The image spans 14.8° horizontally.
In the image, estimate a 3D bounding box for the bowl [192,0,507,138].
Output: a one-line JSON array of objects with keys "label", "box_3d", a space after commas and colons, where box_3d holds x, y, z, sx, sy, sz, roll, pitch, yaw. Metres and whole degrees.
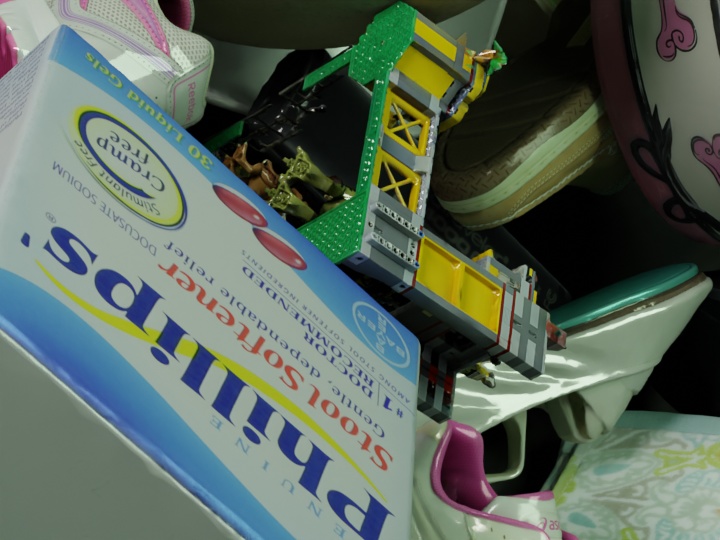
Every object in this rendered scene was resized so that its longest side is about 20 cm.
[{"label": "bowl", "box_3d": [-0.023, -0.166, 1.216, 0.199, 0.075, 0.201, 11, 96, -37]}]

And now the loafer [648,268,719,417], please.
[{"label": "loafer", "box_3d": [0.190, 0.029, 1.258, 0.072, 0.200, 0.073, -20, 99, -22]}]

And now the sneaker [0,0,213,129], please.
[{"label": "sneaker", "box_3d": [-0.114, -0.102, 1.071, 0.088, 0.082, 0.200, -8, 43, -20]}]

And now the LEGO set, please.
[{"label": "LEGO set", "box_3d": [0.000, 0.000, 1.100, 0.116, 0.200, 0.154, 34, 39, -30]}]

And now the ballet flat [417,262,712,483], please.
[{"label": "ballet flat", "box_3d": [0.070, 0.054, 1.203, 0.200, 0.069, 0.070, -18, 79, -23]}]

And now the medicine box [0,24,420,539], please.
[{"label": "medicine box", "box_3d": [-0.078, 0.046, 0.912, 0.182, 0.103, 0.200, 42, 22, -19]}]

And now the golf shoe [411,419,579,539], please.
[{"label": "golf shoe", "box_3d": [0.063, 0.142, 1.095, 0.200, 0.092, 0.075, 45, 12, 23]}]

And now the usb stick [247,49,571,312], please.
[{"label": "usb stick", "box_3d": [0.025, -0.022, 1.222, 0.200, 0.033, 0.056, 43, 62, -33]}]

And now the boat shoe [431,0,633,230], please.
[{"label": "boat shoe", "box_3d": [0.102, -0.066, 1.248, 0.200, 0.072, 0.076, -46, 124, -40]}]

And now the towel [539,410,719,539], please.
[{"label": "towel", "box_3d": [0.153, 0.130, 1.175, 0.171, 0.199, 0.048, -55, 139, -45]}]

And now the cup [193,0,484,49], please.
[{"label": "cup", "box_3d": [0.009, -0.175, 1.100, 0.200, 0.143, 0.201, -12, 112, -32]}]

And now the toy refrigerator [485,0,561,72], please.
[{"label": "toy refrigerator", "box_3d": [0.043, -0.177, 1.333, 0.200, 0.070, 0.076, 49, 42, -11]}]

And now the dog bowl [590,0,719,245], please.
[{"label": "dog bowl", "box_3d": [0.172, -0.099, 1.237, 0.200, 0.074, 0.201, 25, 59, -52]}]
